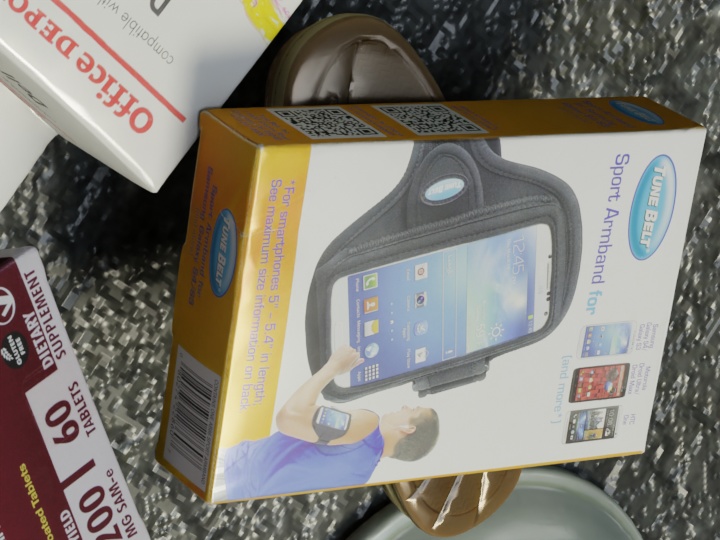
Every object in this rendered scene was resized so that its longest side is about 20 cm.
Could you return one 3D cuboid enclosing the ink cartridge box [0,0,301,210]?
[{"bbox_3d":[-0.076,-0.108,0.848,0.200,0.067,0.117,-54,131,-6],"label":"ink cartridge box"}]

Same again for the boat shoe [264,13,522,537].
[{"bbox_3d":[0.000,0.000,0.951,0.071,0.064,0.201,-27,124,-22],"label":"boat shoe"}]

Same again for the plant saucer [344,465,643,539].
[{"bbox_3d":[0.049,0.174,1.068,0.199,0.050,0.201,-15,116,-32],"label":"plant saucer"}]

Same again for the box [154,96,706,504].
[{"bbox_3d":[0.034,0.006,0.910,0.199,0.041,0.120,-4,113,-31],"label":"box"}]

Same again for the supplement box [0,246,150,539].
[{"bbox_3d":[-0.160,0.083,0.816,0.200,0.061,0.109,-37,113,-43],"label":"supplement box"}]
